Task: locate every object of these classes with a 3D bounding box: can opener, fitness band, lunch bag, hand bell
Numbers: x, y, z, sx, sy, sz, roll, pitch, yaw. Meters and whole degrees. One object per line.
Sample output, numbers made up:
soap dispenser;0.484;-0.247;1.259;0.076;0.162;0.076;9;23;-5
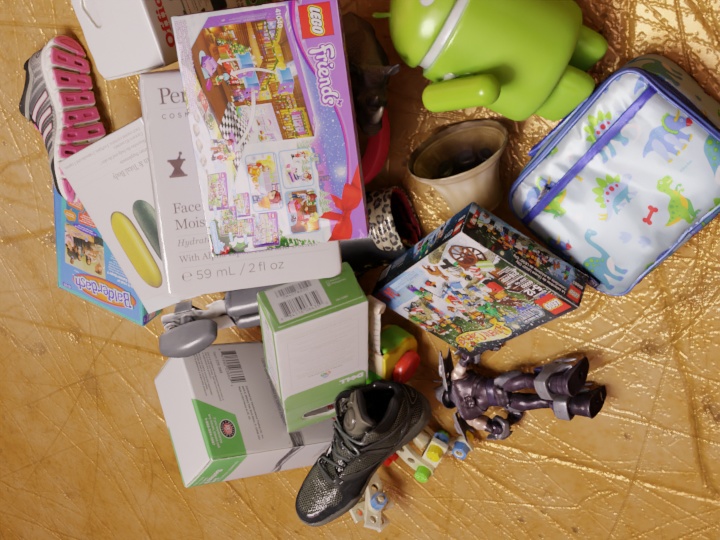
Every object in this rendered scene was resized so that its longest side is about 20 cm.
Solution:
can opener;-0.128;0.056;1.029;0.199;0.067;0.053;-12;146;12
fitness band;-0.060;-0.159;0.999;0.199;0.037;0.144;17;112;22
lunch bag;0.243;-0.086;0.858;0.161;0.082;0.200;45;129;3
hand bell;0.132;-0.043;0.961;0.104;0.104;0.201;-5;128;32

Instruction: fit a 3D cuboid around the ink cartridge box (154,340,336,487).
ink cartridge box;-0.125;0.166;1.116;0.084;0.199;0.146;-49;53;41

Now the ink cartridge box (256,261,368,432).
ink cartridge box;-0.049;0.088;1.017;0.201;0.103;0.059;89;157;-50

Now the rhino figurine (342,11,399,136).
rhino figurine;-0.003;-0.179;0.854;0.059;0.200;0.088;4;117;-14

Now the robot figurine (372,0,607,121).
robot figurine;0.113;-0.209;0.819;0.199;0.176;0.116;26;162;-8

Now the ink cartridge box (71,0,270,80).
ink cartridge box;-0.187;-0.287;0.911;0.083;0.200;0.147;-4;115;31

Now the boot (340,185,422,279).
boot;-0.001;0.000;1.056;0.153;0.074;0.204;-6;115;29

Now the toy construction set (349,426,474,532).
toy construction set;0.039;0.235;1.164;0.131;0.092;0.200;35;124;-2

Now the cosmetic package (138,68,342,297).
cosmetic package;-0.119;-0.096;0.894;0.164;0.165;0.201;-8;102;-12

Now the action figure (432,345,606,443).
action figure;0.165;0.136;1.044;0.199;0.069;0.131;-6;121;37

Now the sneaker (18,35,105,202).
sneaker;-0.373;-0.184;1.154;0.087;0.074;0.201;0;101;39

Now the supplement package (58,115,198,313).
supplement package;-0.204;-0.086;1.071;0.151;0.151;0.201;-18;107;35

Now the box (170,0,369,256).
box;-0.072;-0.119;0.777;0.136;0.039;0.201;-6;103;4

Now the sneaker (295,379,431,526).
sneaker;-0.016;0.199;1.047;0.199;0.114;0.076;-45;52;3

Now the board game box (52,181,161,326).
board game box;-0.337;-0.040;1.244;0.151;0.045;0.201;22;125;17

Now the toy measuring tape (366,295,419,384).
toy measuring tape;0.033;0.076;1.063;0.073;0.074;0.200;21;147;18

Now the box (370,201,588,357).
box;0.112;0.017;0.933;0.136;0.038;0.200;32;152;-11
